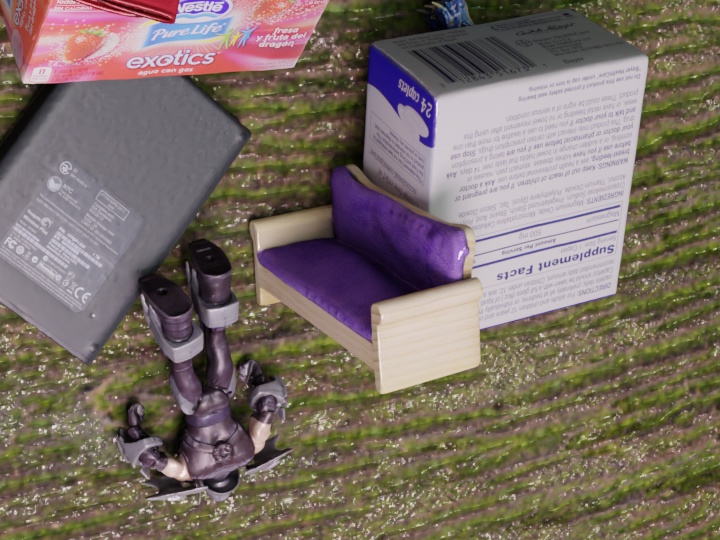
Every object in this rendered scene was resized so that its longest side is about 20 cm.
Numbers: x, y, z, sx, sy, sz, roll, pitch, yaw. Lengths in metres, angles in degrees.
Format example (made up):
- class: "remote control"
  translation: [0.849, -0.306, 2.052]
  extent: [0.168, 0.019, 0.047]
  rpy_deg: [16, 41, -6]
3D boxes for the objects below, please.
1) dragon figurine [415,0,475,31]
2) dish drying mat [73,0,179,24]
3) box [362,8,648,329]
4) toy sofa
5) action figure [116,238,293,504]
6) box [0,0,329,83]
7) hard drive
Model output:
- class: "dragon figurine"
  translation: [0.076, -0.264, 1.324]
  extent: [0.099, 0.059, 0.202]
  rpy_deg: [-21, 112, -25]
- class: "dish drying mat"
  translation: [-0.139, -0.244, 1.129]
  extent: [0.076, 0.018, 0.202]
  rpy_deg: [14, 61, -16]
- class: "box"
  translation: [0.100, -0.071, 1.329]
  extent: [0.182, 0.105, 0.202]
  rpy_deg: [-13, 123, -27]
- class: "toy sofa"
  translation: [0.000, 0.000, 1.261]
  extent: [0.082, 0.200, 0.099]
  rpy_deg: [-14, 114, -26]
- class: "action figure"
  translation: [-0.111, 0.086, 1.295]
  extent: [0.129, 0.069, 0.202]
  rpy_deg: [-25, 127, -30]
- class: "box"
  translation: [-0.129, -0.194, 1.181]
  extent: [0.198, 0.095, 0.103]
  rpy_deg: [-6, 62, -28]
- class: "hard drive"
  translation: [-0.181, -0.056, 1.240]
  extent: [0.139, 0.033, 0.201]
  rpy_deg: [40, 81, -30]
